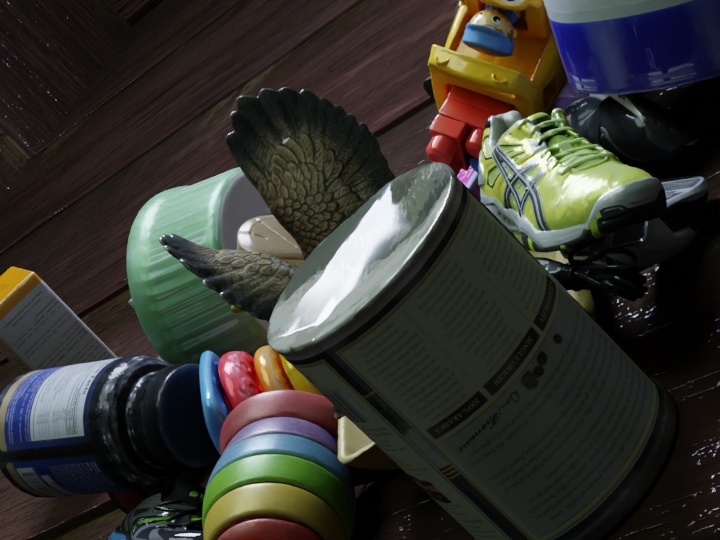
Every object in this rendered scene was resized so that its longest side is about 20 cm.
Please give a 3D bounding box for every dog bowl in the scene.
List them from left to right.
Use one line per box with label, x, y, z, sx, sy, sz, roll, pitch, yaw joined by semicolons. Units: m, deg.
dog bowl;0.237;-0.197;1.249;0.200;0.079;0.200;-17;17;5

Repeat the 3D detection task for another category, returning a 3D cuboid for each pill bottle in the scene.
pill bottle;-0.207;0.130;1.439;0.200;0.112;0.112;-9;38;39

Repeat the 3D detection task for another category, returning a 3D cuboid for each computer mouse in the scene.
computer mouse;0.172;-0.016;1.112;0.110;0.044;0.200;-8;13;38

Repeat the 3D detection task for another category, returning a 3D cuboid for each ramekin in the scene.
ramekin;-0.098;0.006;1.501;0.098;0.200;0.200;-24;27;34

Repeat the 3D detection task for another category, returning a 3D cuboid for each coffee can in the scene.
coffee can;0.066;0.057;1.004;0.146;0.200;0.146;-40;19;16

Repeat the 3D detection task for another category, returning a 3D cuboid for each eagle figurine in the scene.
eagle figurine;-0.027;0.003;1.108;0.151;0.200;0.152;-29;41;-2

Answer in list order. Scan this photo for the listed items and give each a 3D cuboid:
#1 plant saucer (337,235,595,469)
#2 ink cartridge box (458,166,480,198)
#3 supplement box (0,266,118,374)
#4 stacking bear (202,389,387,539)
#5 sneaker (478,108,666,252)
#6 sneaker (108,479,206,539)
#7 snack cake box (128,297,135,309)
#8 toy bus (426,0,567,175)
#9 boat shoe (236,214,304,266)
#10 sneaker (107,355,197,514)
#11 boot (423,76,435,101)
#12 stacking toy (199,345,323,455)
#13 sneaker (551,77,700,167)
plant saucer;0.078;0.053;1.205;0.200;0.048;0.200;-33;20;13
ink cartridge box;0.040;-0.003;1.458;0.119;0.042;0.200;-21;32;53
supplement box;-0.297;0.093;1.734;0.074;0.200;0.126;-46;16;-14
stacking bear;-0.055;0.183;1.163;0.121;0.114;0.200;-37;24;26
sneaker;0.120;-0.059;1.081;0.075;0.077;0.200;-17;12;-20
sneaker;-0.145;0.206;1.361;0.083;0.071;0.200;-56;17;-13
snack cake box;-0.132;0.010;1.649;0.067;0.115;0.200;-37;13;25
toy bus;0.112;-0.172;1.399;0.192;0.136;0.200;-58;-24;-21
boat shoe;0.000;0.000;1.354;0.072;0.200;0.065;-96;13;-47
sneaker;-0.165;0.134;1.564;0.098;0.071;0.201;-35;23;30
boot;0.169;-0.233;1.623;0.186;0.064;0.200;4;54;50
stacking toy;-0.022;0.079;1.344;0.200;0.116;0.110;-31;23;8
sneaker;0.190;-0.093;1.299;0.088;0.076;0.200;-61;14;8
